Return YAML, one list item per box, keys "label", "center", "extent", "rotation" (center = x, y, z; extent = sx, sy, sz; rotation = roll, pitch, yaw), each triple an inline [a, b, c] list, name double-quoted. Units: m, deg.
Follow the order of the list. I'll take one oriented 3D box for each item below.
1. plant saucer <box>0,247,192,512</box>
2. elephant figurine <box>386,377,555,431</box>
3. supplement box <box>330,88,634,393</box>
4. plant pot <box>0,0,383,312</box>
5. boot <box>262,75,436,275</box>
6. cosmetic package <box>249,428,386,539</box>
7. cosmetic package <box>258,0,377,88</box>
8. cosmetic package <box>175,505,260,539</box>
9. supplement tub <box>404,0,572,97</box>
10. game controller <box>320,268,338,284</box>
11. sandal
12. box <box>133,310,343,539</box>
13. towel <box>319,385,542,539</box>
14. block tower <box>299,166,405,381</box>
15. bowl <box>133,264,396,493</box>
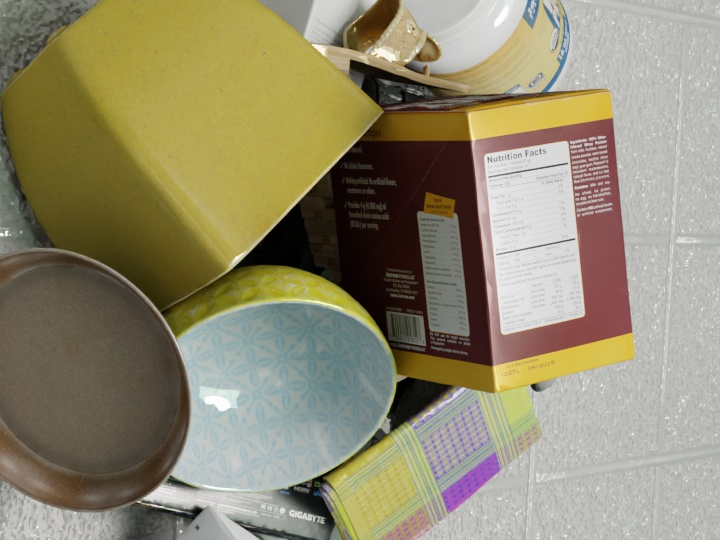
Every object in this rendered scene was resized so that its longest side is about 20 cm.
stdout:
- label: "plant saucer"
  center: [-0.206, 0.075, 1.270]
  extent: [0.032, 0.199, 0.201]
  rotation: [-46, 129, -62]
- label: "elephant figurine"
  center: [0.074, 0.114, 1.551]
  extent: [0.155, 0.142, 0.200]
  rotation: [40, 91, -12]
- label: "supplement box"
  center: [0.086, -0.029, 1.345]
  extent: [0.132, 0.197, 0.201]
  rotation: [-11, 99, -31]
- label: "plant pot"
  center: [-0.146, -0.105, 1.311]
  extent: [0.200, 0.195, 0.194]
  rotation: [48, 56, -8]
- label: "boot"
  center: [0.014, -0.069, 1.527]
  extent: [0.157, 0.079, 0.212]
  rotation: [23, 76, -30]
- label: "cosmetic package"
  center: [-0.051, 0.178, 1.555]
  extent: [0.200, 0.051, 0.151]
  rotation: [45, 59, -41]
- label: "cosmetic package"
  center: [-0.048, -0.208, 1.472]
  extent: [0.085, 0.107, 0.201]
  rotation: [27, 73, -46]
- label: "cosmetic package"
  center: [-0.101, 0.329, 1.405]
  extent: [0.199, 0.123, 0.200]
  rotation: [-47, 134, 1]
- label: "supplement tub"
  center: [0.094, -0.225, 1.572]
  extent: [0.200, 0.144, 0.146]
  rotation: [33, 69, -62]
- label: "game controller"
  center: [-0.019, -0.053, 1.571]
  extent: [0.104, 0.042, 0.201]
  rotation: [31, 71, -46]
- label: "sandal"
  center: [0.015, -0.185, 1.408]
  extent: [0.211, 0.077, 0.070]
  rotation: [3, 98, -43]
- label: "box"
  center: [-0.099, 0.105, 1.441]
  extent: [0.199, 0.050, 0.200]
  rotation: [17, 75, -31]
- label: "towel"
  center: [0.058, 0.156, 1.471]
  extent: [0.200, 0.023, 0.144]
  rotation: [-37, 140, -11]
- label: "block tower"
  center: [0.000, 0.000, 1.440]
  extent: [0.054, 0.058, 0.201]
  rotation: [-22, 107, -31]
- label: "bowl"
  center: [-0.081, 0.063, 1.353]
  extent: [0.199, 0.108, 0.201]
  rotation: [-9, 132, -10]
